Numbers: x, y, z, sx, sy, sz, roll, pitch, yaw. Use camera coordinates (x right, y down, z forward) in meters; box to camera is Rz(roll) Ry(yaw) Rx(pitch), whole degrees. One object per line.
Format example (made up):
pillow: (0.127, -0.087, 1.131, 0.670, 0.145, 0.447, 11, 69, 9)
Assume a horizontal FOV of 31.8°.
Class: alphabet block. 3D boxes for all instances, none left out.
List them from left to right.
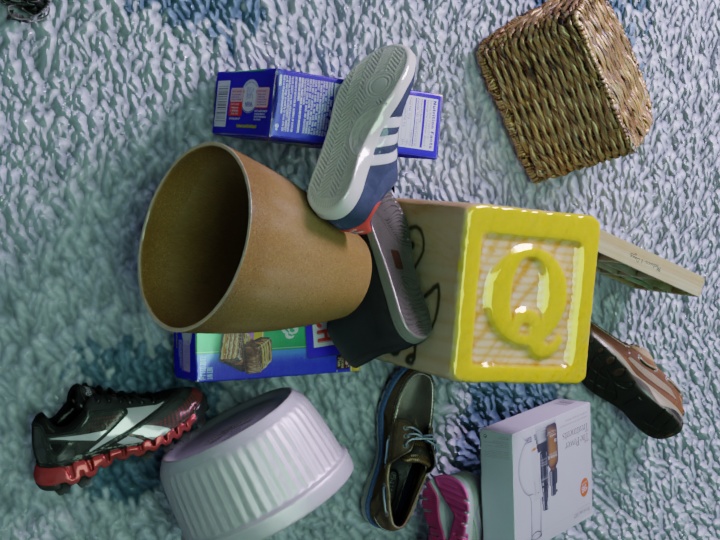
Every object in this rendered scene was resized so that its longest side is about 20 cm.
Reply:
alphabet block: (0.131, 0.020, 1.443, 0.196, 0.200, 0.196, 2, 93, -32)

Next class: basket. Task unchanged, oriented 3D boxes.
basket: (0.258, -0.235, 1.576, 0.200, 0.149, 0.143, 62, 35, -17)

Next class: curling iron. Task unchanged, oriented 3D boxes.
curling iron: (-0.385, -0.325, 1.255, 0.050, 0.026, 0.200, -49, 113, -19)

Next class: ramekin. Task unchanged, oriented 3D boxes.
ramekin: (-0.117, 0.208, 1.346, 0.200, 0.200, 0.105, -29, 97, -22)

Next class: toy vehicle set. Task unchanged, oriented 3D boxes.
toy vehicle set: (0.317, -0.015, 1.588, 0.199, 0.124, 0.027, 22, 84, -27)

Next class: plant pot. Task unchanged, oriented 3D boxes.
plant pot: (-0.090, -0.015, 1.279, 0.200, 0.186, 0.187, 14, 88, -40)

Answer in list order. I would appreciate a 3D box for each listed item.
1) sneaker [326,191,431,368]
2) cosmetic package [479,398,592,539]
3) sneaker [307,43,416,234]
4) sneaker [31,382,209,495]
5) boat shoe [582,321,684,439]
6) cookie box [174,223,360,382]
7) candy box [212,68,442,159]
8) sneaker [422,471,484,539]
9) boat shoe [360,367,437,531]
sneaker: (0.000, 0.000, 1.377, 0.075, 0.106, 0.201, 15, 56, -49)
cosmetic package: (0.219, 0.251, 1.558, 0.200, 0.052, 0.151, -11, 102, -52)
sneaker: (0.013, -0.128, 1.271, 0.084, 0.075, 0.201, 41, 68, -49)
sneaker: (-0.256, 0.155, 1.334, 0.200, 0.071, 0.098, -21, 106, -23)
boat shoe: (0.347, 0.134, 1.653, 0.200, 0.076, 0.074, 44, 46, -14)
cookie box: (-0.101, 0.032, 1.402, 0.199, 0.075, 0.172, -2, 93, -28)
candy box: (-0.037, -0.169, 1.368, 0.199, 0.169, 0.077, 5, 95, -28)
sneaker: (0.120, 0.333, 1.537, 0.088, 0.081, 0.201, -17, 120, -53)
boat shoe: (0.059, 0.212, 1.501, 0.072, 0.072, 0.201, 11, 89, -27)
